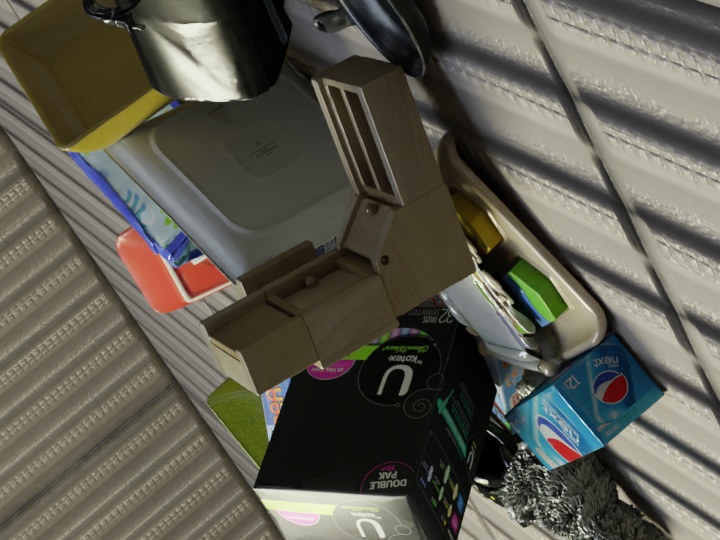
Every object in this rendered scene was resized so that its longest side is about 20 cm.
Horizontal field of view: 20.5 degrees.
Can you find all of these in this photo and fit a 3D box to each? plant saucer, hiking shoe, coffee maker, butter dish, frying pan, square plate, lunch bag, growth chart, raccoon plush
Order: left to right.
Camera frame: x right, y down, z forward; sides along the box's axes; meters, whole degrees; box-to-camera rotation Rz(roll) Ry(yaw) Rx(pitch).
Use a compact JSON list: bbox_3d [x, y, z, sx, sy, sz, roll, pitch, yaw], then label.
[{"bbox_3d":[-0.198,-0.195,1.727,0.200,0.199,0.049,53,177,47],"label":"plant saucer"},{"bbox_3d":[-0.142,-0.219,1.547,0.134,0.193,0.200,25,158,26],"label":"coffee maker"},{"bbox_3d":[-0.147,-0.118,1.824,0.170,0.200,0.128,45,167,27],"label":"lunch bag"},{"bbox_3d":[-0.165,-0.076,2.088,0.200,0.199,0.149,70,175,-64],"label":"butter dish"},{"bbox_3d":[-0.086,-0.095,1.703,0.198,0.199,0.029,44,147,25],"label":"square plate"},{"bbox_3d":[-0.047,0.166,1.919,0.200,0.048,0.200,51,-166,-2],"label":"plant saucer"},{"bbox_3d":[0.012,-0.181,1.473,0.115,0.031,0.190,50,171,8],"label":"frying pan"},{"bbox_3d":[0.088,0.012,1.620,0.200,0.018,0.144,55,164,-26],"label":"growth chart"},{"bbox_3d":[0.128,0.190,1.909,0.200,0.076,0.101,37,-168,-26],"label":"hiking shoe"},{"bbox_3d":[0.195,0.193,1.769,0.134,0.097,0.201,31,157,37],"label":"raccoon plush"}]

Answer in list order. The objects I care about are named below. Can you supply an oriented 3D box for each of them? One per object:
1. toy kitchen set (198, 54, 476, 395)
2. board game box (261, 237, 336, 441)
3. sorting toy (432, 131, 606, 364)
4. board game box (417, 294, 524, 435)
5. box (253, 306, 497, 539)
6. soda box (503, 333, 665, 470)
[{"bbox_3d":[-0.056,-0.042,1.523,0.163,0.199,0.181,24,139,61],"label":"toy kitchen set"},{"bbox_3d":[-0.051,0.064,1.801,0.034,0.135,0.202,-1,107,24],"label":"board game box"},{"bbox_3d":[0.109,-0.008,1.609,0.200,0.036,0.185,51,168,2],"label":"sorting toy"},{"bbox_3d":[0.092,0.052,1.837,0.151,0.037,0.200,45,165,29],"label":"board game box"},{"bbox_3d":[0.017,0.145,1.728,0.147,0.201,0.125,0,140,25],"label":"box"},{"bbox_3d":[0.179,0.110,1.624,0.064,0.068,0.200,50,167,5],"label":"soda box"}]
